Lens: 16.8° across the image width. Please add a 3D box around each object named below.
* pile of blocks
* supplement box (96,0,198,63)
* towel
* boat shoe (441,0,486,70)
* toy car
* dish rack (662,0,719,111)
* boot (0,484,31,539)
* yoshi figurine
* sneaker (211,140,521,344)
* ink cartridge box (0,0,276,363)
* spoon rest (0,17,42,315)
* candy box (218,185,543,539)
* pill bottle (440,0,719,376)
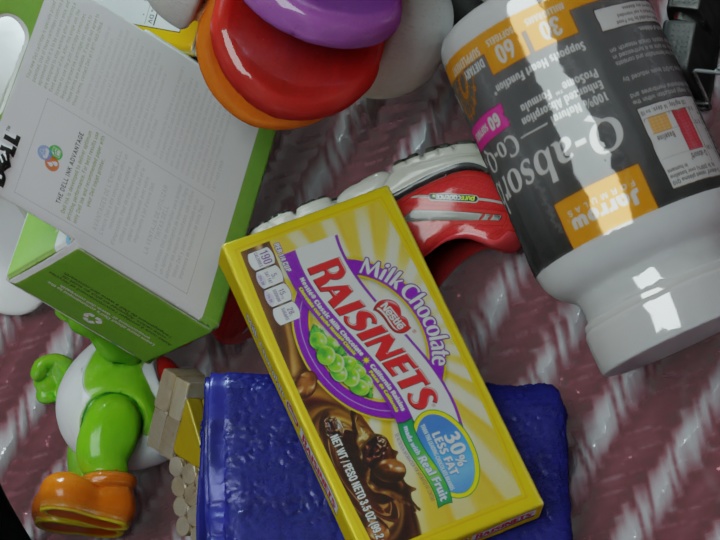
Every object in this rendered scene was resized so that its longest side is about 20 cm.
[{"bbox_3d":[-0.058,0.146,1.354,0.082,0.062,0.201,-26,72,39],"label":"pile of blocks"},{"bbox_3d":[-0.143,-0.176,1.461,0.199,0.109,0.110,13,81,27],"label":"supplement box"},{"bbox_3d":[0.012,0.128,1.293,0.198,0.050,0.149,1,65,-4],"label":"towel"},{"bbox_3d":[0.022,-0.166,1.410,0.200,0.067,0.057,42,89,24],"label":"boat shoe"},{"bbox_3d":[-0.025,-0.158,1.279,0.174,0.201,0.151,19,43,-9],"label":"toy car"},{"bbox_3d":[0.262,-0.158,1.312,0.199,0.055,0.155,8,80,23],"label":"dish rack"},{"bbox_3d":[-0.176,0.179,1.330,0.157,0.212,0.079,20,53,37],"label":"boot"},{"bbox_3d":[-0.160,0.047,1.409,0.112,0.112,0.202,0,73,30],"label":"yoshi figurine"},{"bbox_3d":[0.000,0.000,1.369,0.199,0.077,0.085,-27,72,15],"label":"sneaker"},{"bbox_3d":[-0.156,-0.065,1.336,0.076,0.199,0.149,-26,40,48],"label":"ink cartridge box"},{"bbox_3d":[-0.216,-0.058,1.439,0.099,0.061,0.201,26,126,19],"label":"spoon rest"},{"bbox_3d":[0.009,0.057,1.285,0.102,0.026,0.201,-19,67,-16],"label":"candy box"},{"bbox_3d":[0.130,-0.054,1.290,0.116,0.116,0.201,-26,80,15],"label":"pill bottle"}]
